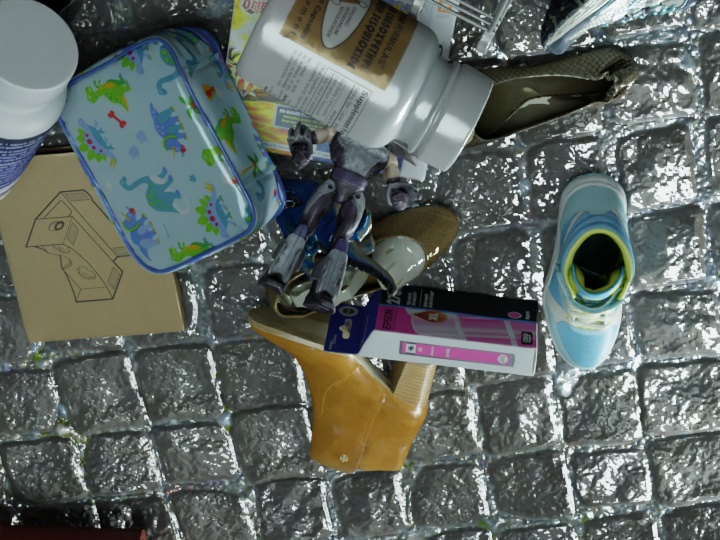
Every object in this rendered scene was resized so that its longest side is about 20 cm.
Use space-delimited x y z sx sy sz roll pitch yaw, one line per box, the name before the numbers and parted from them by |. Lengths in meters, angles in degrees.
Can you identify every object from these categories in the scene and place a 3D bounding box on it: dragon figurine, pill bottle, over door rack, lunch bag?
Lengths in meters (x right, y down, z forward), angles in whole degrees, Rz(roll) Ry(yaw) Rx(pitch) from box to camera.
dragon figurine | -0.041 -0.034 1.672 0.099 0.201 0.059 -24 155 -7
pill bottle | 0.005 -0.169 1.549 0.199 0.115 0.115 28 117 -5
over door rack | 0.090 -0.304 1.547 0.147 0.067 0.201 27 104 2
pill bottle | -0.325 -0.147 1.611 0.115 0.116 0.200 33 142 -12
lunch bag | -0.172 -0.107 1.638 0.160 0.082 0.201 -24 97 31

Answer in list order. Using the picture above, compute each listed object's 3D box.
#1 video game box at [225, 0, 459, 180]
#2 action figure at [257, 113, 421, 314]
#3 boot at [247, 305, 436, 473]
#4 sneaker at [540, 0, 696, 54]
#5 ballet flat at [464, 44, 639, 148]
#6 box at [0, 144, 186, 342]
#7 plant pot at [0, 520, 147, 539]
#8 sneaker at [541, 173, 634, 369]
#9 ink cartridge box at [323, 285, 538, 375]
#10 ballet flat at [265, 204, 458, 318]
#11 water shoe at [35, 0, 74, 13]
video game box | -0.021 -0.185 1.640 0.198 0.047 0.183 10 116 0
action figure | -0.016 -0.064 1.604 0.129 0.069 0.201 22 81 2
boot | -0.032 0.123 1.789 0.200 0.071 0.145 17 116 -9
sneaker | 0.242 -0.242 1.567 0.200 0.078 0.086 -39 112 23
ballet flat | 0.151 -0.150 1.619 0.199 0.046 0.068 -15 126 -1
box | -0.263 -0.026 1.761 0.162 0.021 0.201 -5 118 8
plant pot | -0.313 0.345 1.878 0.194 0.201 0.202 -3 118 -3
sneaker | 0.207 0.026 1.681 0.079 0.131 0.201 0 118 4
ink cartridge box | 0.068 0.053 1.729 0.198 0.095 0.037 4 118 3
ballet flat | 0.000 0.000 1.720 0.199 0.072 0.068 -18 118 14
water shoe | -0.336 -0.233 1.624 0.199 0.079 0.072 -16 116 13
